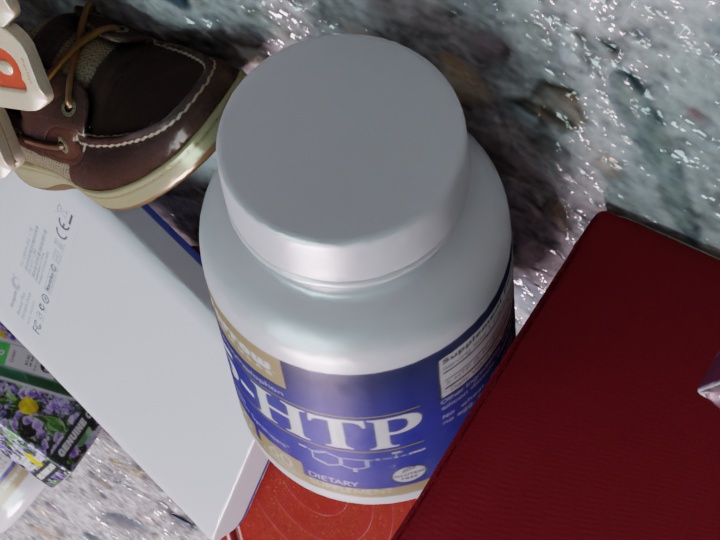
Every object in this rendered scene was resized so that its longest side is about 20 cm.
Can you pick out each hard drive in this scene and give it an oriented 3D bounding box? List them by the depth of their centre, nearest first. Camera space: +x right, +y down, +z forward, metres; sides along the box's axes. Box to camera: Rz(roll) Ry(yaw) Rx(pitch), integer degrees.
[{"bbox_3d":[-0.116,0.023,1.174,0.200,0.025,0.132,44,139,18],"label":"hard drive"}]

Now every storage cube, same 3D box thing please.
[{"bbox_3d":[0.133,0.118,0.947,0.200,0.180,0.171,23,156,22],"label":"storage cube"}]

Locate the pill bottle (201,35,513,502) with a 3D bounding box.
[{"bbox_3d":[0.000,0.000,0.949,0.120,0.120,0.200,26,156,18],"label":"pill bottle"}]

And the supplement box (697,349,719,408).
[{"bbox_3d":[0.225,0.042,0.730,0.200,0.131,0.103,40,157,-13],"label":"supplement box"}]

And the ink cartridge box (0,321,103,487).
[{"bbox_3d":[-0.211,0.014,1.297,0.200,0.109,0.050,37,158,-7],"label":"ink cartridge box"}]

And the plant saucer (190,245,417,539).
[{"bbox_3d":[-0.017,0.090,1.162,0.199,0.037,0.200,6,118,45],"label":"plant saucer"}]

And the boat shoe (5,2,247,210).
[{"bbox_3d":[-0.120,-0.077,1.046,0.072,0.072,0.200,44,162,-27],"label":"boat shoe"}]

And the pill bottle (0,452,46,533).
[{"bbox_3d":[-0.260,0.053,1.433,0.200,0.120,0.120,38,158,-8],"label":"pill bottle"}]

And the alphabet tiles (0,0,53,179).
[{"bbox_3d":[-0.211,-0.132,1.044,0.195,0.015,0.200,11,129,45],"label":"alphabet tiles"}]
